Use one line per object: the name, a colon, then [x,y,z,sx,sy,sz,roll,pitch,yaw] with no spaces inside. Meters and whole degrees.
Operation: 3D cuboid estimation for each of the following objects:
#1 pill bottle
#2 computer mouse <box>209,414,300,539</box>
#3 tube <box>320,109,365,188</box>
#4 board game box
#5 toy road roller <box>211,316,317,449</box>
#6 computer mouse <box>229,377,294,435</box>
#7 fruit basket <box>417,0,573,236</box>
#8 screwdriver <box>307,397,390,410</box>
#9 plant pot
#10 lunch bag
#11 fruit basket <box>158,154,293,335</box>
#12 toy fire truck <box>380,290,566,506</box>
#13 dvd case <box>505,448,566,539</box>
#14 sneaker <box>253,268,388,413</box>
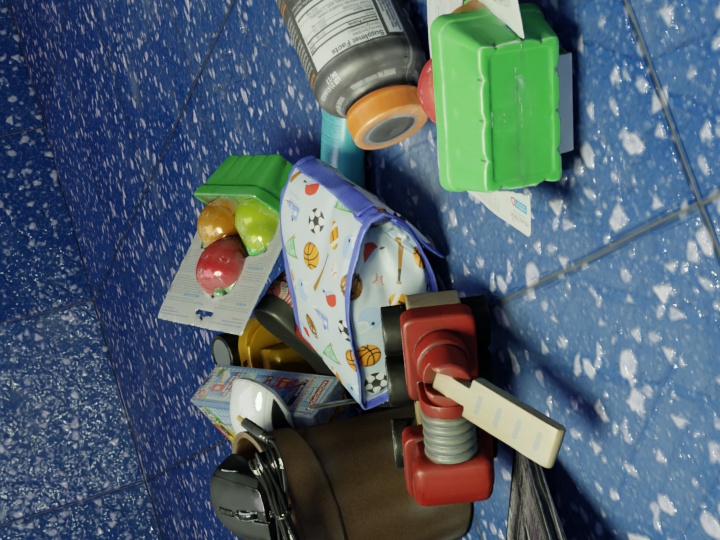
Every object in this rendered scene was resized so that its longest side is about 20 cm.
pill bottle: [-0.007,-0.209,1.025,0.106,0.106,0.201,124,128,-62]
computer mouse: [-0.114,0.202,1.097,0.200,0.046,0.141,22,125,64]
tube: [-0.019,-0.145,1.185,0.077,0.050,0.201,34,130,54]
board game box: [-0.066,0.187,1.327,0.200,0.062,0.200,48,146,-20]
toy road roller: [-0.097,0.150,1.467,0.146,0.123,0.201,-4,100,57]
computer mouse: [-0.102,0.196,1.275,0.109,0.044,0.200,13,141,33]
fruit basket: [0.093,-0.142,0.885,0.200,0.093,0.186,-116,19,-68]
screwdriver: [0.001,0.132,1.148,0.028,0.200,0.029,2,95,29]
plant pot: [-0.006,0.233,1.183,0.200,0.198,0.201,49,148,48]
lunch bag: [0.000,0.000,1.124,0.170,0.124,0.201,40,149,53]
fruit basket: [-0.132,-0.026,1.266,0.185,0.094,0.201,5,72,52]
toy fire truck: [0.090,0.128,0.965,0.200,0.128,0.177,-96,0,-68]
dvd case: [0.150,0.248,0.964,0.200,0.016,0.149,-97,6,-57]
sneaker: [-0.018,0.066,1.285,0.201,0.108,0.067,44,155,-21]
